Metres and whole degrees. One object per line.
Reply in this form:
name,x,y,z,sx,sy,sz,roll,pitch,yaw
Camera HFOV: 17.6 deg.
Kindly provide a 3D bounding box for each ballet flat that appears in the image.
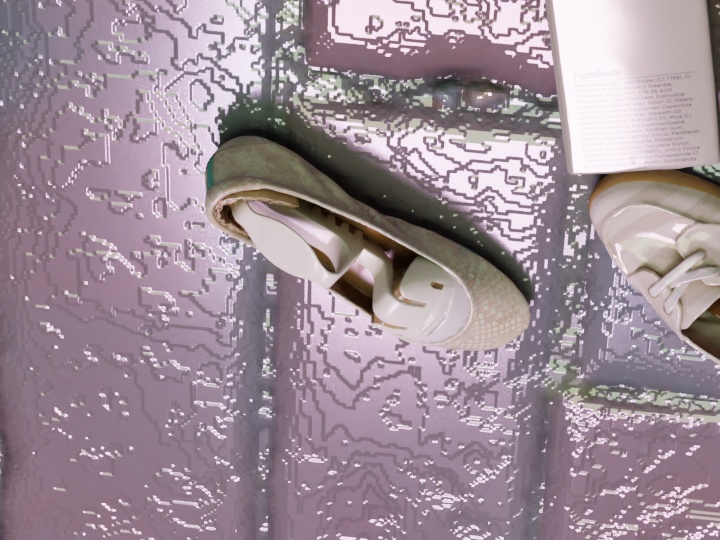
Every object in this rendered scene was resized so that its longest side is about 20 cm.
ballet flat,0.000,0.000,1.245,0.199,0.062,0.068,29,123,-11

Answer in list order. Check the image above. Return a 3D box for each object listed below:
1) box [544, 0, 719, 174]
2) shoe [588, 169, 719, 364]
box,0.128,-0.149,1.122,0.082,0.069,0.201,-3,122,10
shoe,0.204,0.016,1.228,0.199,0.054,0.070,35,122,-14
